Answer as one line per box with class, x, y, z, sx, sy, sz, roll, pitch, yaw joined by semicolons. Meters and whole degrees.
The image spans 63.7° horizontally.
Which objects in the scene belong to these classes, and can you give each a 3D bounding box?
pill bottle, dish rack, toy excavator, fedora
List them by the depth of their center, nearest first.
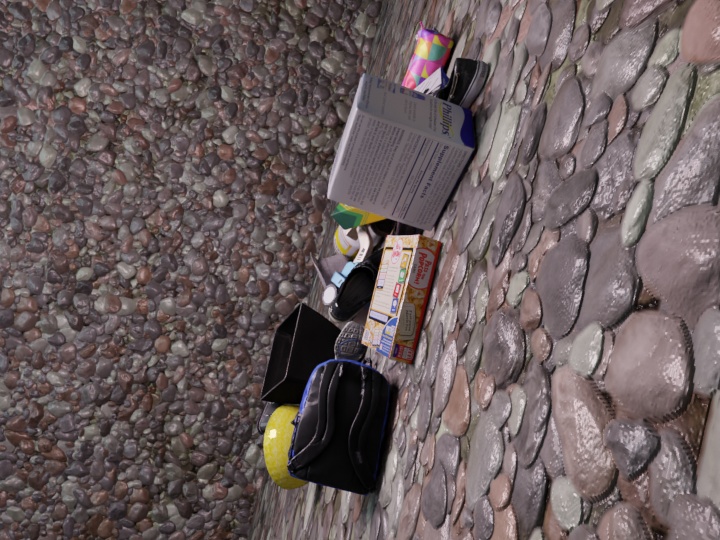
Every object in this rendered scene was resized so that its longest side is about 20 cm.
toy excavator;0.000;0.000;1.268;0.194;0.099;0.203;37;99;50
pill bottle;-0.004;-0.097;1.510;0.200;0.106;0.112;136;148;-72
fedora;-0.055;0.029;1.528;0.177;0.088;0.205;-161;49;-88
dish rack;-0.177;0.407;1.550;0.053;0.201;0.156;-15;38;34

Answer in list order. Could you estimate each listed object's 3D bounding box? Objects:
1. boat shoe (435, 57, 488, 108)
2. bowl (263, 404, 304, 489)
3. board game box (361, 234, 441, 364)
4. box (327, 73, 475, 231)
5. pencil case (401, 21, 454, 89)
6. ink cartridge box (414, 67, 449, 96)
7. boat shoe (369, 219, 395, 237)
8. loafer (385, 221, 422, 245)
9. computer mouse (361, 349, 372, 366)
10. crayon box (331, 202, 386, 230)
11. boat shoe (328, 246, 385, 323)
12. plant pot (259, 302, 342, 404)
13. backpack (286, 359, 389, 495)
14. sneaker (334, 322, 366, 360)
boat shoe;0.155;-0.294;1.007;0.201;0.055;0.070;122;160;-62
bowl;-0.139;0.432;1.439;0.105;0.200;0.204;-15;48;29
board game box;0.065;0.043;0.997;0.151;0.045;0.206;-170;94;-72
box;0.064;-0.190;0.959;0.186;0.195;0.107;115;168;-46
pencil case;0.134;-0.421;1.257;0.089;0.086;0.204;-94;19;-63
ink cartridge box;0.095;-0.303;1.150;0.198;0.044;0.096;-34;33;31
boat shoe;0.064;-0.178;1.331;0.073;0.072;0.205;127;155;-66
loafer;0.075;-0.060;1.112;0.072;0.061;0.204;-94;21;-61
computer mouse;0.033;0.150;1.170;0.058;0.033;0.206;-151;70;-64
crayon box;0.033;-0.160;1.221;0.198;0.052;0.127;-8;43;56
boat shoe;0.011;0.018;1.163;0.199;0.075;0.066;-42;-13;-18
plant pot;-0.128;0.236;1.477;0.200;0.174;0.204;-42;32;51
backpack;-0.040;0.259;1.013;0.168;0.158;0.206;136;147;-79
sneaker;-0.032;0.195;1.351;0.087;0.073;0.205;-87;14;-71
